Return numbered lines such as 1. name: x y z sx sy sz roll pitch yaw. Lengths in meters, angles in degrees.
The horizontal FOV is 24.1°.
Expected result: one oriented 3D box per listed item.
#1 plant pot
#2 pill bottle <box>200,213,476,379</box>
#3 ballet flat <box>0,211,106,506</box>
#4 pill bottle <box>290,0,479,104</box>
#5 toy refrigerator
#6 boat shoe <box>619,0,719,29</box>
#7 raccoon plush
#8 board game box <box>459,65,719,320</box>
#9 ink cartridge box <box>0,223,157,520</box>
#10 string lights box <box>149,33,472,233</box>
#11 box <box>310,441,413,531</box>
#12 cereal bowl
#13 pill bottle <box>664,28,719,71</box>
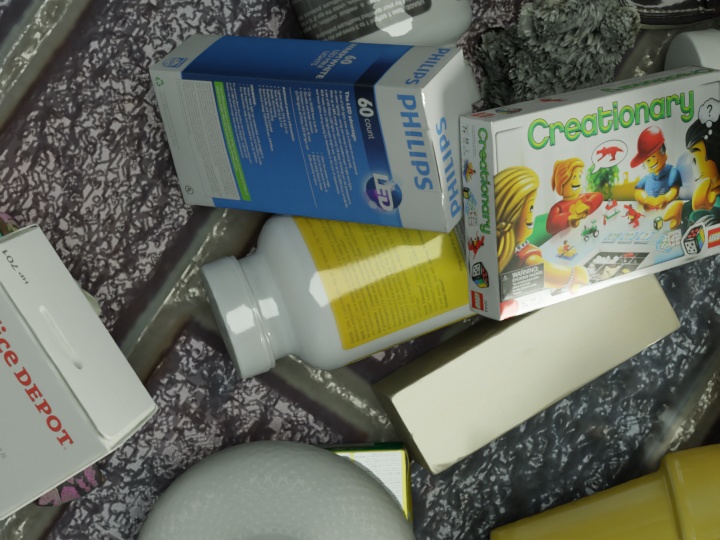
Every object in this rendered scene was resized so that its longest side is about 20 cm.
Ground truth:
1. plant pot: 0.189 0.226 1.136 0.189 0.201 0.201 -8 93 5
2. pill bottle: 0.000 0.000 1.127 0.200 0.112 0.112 -20 95 -9
3. ballet flat: -0.205 0.056 1.124 0.071 0.069 0.200 -11 98 -27
4. pill bottle: 0.007 -0.192 1.115 0.111 0.111 0.200 -22 96 -8
5. toy refrigerator: 0.115 0.062 1.168 0.200 0.076 0.070 -31 97 -8
6. boat shoe: 0.268 -0.216 1.188 0.200 0.065 0.072 -9 89 -10
7. raccoon plush: 0.147 -0.104 1.137 0.097 0.134 0.200 -14 94 -9
8. board game box: 0.152 -0.053 1.081 0.200 0.035 0.126 -16 110 -33
9. ink cartridge box: -0.252 0.086 1.056 0.200 0.086 0.147 -32 93 19
10. string lights box: -0.028 -0.089 1.073 0.200 0.059 0.103 8 126 29
11. box: -0.021 0.220 1.157 0.117 0.048 0.200 -1 90 0
12. cereal bowl: -0.056 0.214 1.094 0.200 0.083 0.200 0 92 2
13. pill bottle: 0.320 -0.132 1.178 0.200 0.111 0.111 -5 93 -10
